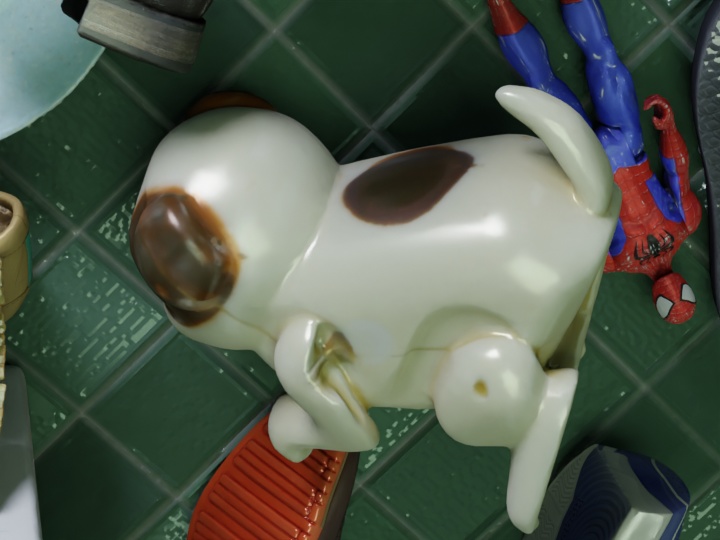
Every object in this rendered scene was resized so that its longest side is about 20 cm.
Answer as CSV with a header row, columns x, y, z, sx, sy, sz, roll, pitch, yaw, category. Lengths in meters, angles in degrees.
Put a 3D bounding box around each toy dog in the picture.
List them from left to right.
x,y,z,sx,sy,sz,roll,pitch,yaw,category
0.000,0.000,1.054,0.198,0.140,0.195,14,142,5,toy dog

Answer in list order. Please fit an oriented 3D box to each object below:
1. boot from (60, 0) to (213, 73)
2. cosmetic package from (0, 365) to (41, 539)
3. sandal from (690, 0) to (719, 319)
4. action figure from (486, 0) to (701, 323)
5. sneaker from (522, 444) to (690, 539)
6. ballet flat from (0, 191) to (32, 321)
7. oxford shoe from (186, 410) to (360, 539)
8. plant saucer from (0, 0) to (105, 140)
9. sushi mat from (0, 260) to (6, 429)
x,y,z,sx,sy,sz,roll,pitch,yaw,category
-0.103,-0.185,0.970,0.199,0.069,0.175,21,100,-29,boot
-0.211,0.161,1.058,0.164,0.200,0.166,-4,114,-9,cosmetic package
0.181,-0.058,1.129,0.075,0.043,0.201,-1,122,-2,sandal
0.105,-0.059,1.108,0.065,0.052,0.201,-28,117,-2,action figure
0.128,0.179,1.201,0.114,0.081,0.201,11,117,-18,sneaker
-0.227,-0.032,1.018,0.198,0.069,0.063,13,136,-10,ballet flat
-0.040,0.148,1.169,0.072,0.071,0.201,9,111,-44,oxford shoe
-0.189,-0.144,1.023,0.199,0.039,0.203,-4,113,-9,plant saucer
-0.239,0.041,0.995,0.198,0.012,0.097,1,90,-1,sushi mat
